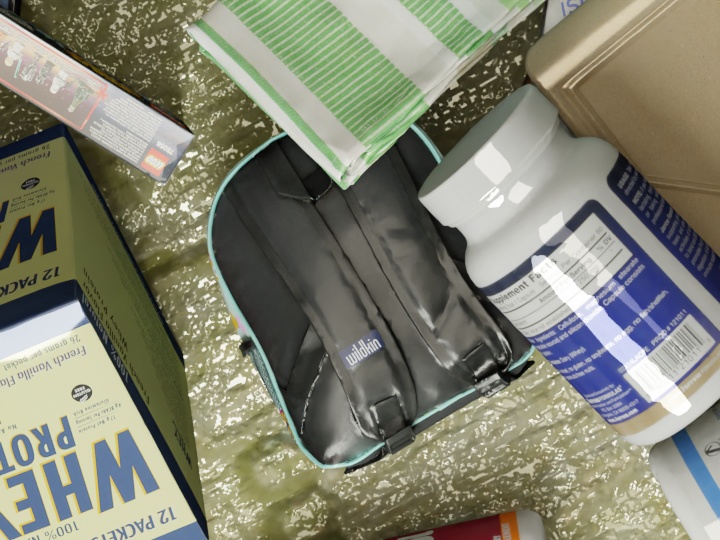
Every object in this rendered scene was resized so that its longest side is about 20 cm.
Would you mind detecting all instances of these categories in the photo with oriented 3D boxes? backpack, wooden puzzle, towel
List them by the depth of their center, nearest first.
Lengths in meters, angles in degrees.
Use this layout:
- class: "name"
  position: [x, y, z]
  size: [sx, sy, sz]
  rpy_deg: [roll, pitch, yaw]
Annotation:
- class: "wooden puzzle"
  position: [0.224, -0.107, 1.573]
  size: [0.185, 0.037, 0.200]
  rpy_deg: [-39, 100, 3]
- class: "towel"
  position: [0.012, -0.165, 1.574]
  size: [0.200, 0.023, 0.153]
  rpy_deg: [-44, 70, -5]
- class: "backpack"
  position: [0.000, 0.000, 1.626]
  size: [0.175, 0.153, 0.201]
  rpy_deg: [-31, 96, 4]

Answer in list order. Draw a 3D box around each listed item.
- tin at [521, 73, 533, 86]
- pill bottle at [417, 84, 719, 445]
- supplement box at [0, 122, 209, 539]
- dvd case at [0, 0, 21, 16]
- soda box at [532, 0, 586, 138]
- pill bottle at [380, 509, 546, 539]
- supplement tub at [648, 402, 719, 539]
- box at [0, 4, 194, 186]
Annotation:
- class: "tin"
  position: [0.198, -0.105, 1.665]
  size: [0.199, 0.042, 0.113]
  rpy_deg: [-8, 91, 4]
- class: "pill bottle"
  position: [0.134, -0.005, 1.530]
  size: [0.116, 0.116, 0.200]
  rpy_deg: [-43, 97, 6]
- class: "supplement box"
  position: [-0.195, 0.060, 1.586]
  size: [0.134, 0.200, 0.201]
  rpy_deg: [-22, 124, 5]
- class: "dvd case"
  position: [-0.315, -0.209, 1.688]
  size: [0.199, 0.018, 0.144]
  rpy_deg: [5, 96, 3]
- class: "soda box"
  position: [0.139, -0.121, 1.615]
  size: [0.063, 0.068, 0.201]
  rpy_deg: [8, 96, 2]
- class: "pill bottle"
  position: [0.028, 0.226, 1.669]
  size: [0.199, 0.113, 0.114]
  rpy_deg: [-13, 95, 4]
- class: "supplement tub"
  position: [0.293, 0.116, 1.636]
  size: [0.199, 0.132, 0.132]
  rpy_deg: [-32, 94, 5]
- class: "box"
  position: [-0.198, -0.125, 1.617]
  size: [0.199, 0.137, 0.040]
  rpy_deg: [32, 93, -10]
